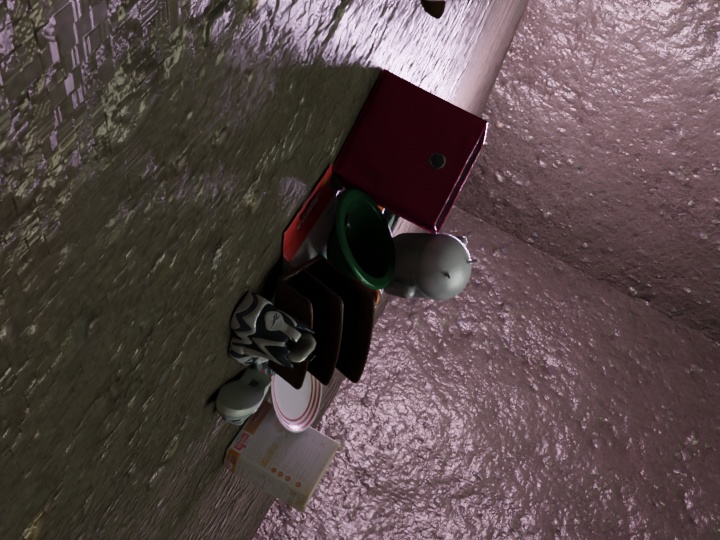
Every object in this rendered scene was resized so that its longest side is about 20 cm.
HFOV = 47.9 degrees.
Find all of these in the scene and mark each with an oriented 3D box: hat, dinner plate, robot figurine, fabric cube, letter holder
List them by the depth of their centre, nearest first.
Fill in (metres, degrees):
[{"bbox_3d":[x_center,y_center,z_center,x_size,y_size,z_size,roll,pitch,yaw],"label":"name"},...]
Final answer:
[{"bbox_3d":[-0.064,0.105,1.328,0.100,0.142,0.201,-29,143,-39],"label":"letter holder"},{"bbox_3d":[-0.050,-0.026,1.381,0.175,0.200,0.167,-15,-141,31],"label":"hat"},{"bbox_3d":[0.114,-0.009,1.416,0.169,0.113,0.199,-43,-154,-25],"label":"robot figurine"},{"bbox_3d":[0.090,-0.199,1.416,0.197,0.198,0.200,-61,173,0],"label":"fabric cube"},{"bbox_3d":[-0.142,0.245,1.737,0.200,0.024,0.203,14,74,-59],"label":"dinner plate"}]

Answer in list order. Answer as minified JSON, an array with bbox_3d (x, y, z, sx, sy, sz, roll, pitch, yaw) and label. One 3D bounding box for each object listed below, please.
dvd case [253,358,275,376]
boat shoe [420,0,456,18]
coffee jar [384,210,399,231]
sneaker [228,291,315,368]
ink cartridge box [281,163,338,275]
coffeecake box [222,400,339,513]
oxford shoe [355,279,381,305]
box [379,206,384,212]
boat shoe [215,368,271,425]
[{"bbox_3d":[-0.105,0.143,1.517,0.198,0.022,0.146,-22,159,-14],"label":"dvd case"},{"bbox_3d":[0.098,-0.430,1.166,0.074,0.075,0.200,-55,163,-13],"label":"boat shoe"},{"bbox_3d":[0.035,-0.104,1.828,0.201,0.085,0.104,-64,173,11],"label":"coffee jar"},{"bbox_3d":[-0.131,0.118,1.267,0.080,0.129,0.200,-55,170,-33],"label":"sneaker"},{"bbox_3d":[-0.075,-0.060,1.357,0.162,0.050,0.200,-59,174,-27],"label":"ink cartridge box"},{"bbox_3d":[-0.170,0.395,1.737,0.154,0.199,0.073,-55,170,-44],"label":"coffeecake box"},{"bbox_3d":[0.000,0.000,1.528,0.072,0.200,0.072,11,122,-37],"label":"oxford shoe"},{"bbox_3d":[0.008,-0.111,1.563,0.200,0.064,0.071,-74,-171,-69],"label":"box"},{"bbox_3d":[-0.204,0.230,1.401,0.201,0.070,0.072,-40,154,-78],"label":"boat shoe"}]
